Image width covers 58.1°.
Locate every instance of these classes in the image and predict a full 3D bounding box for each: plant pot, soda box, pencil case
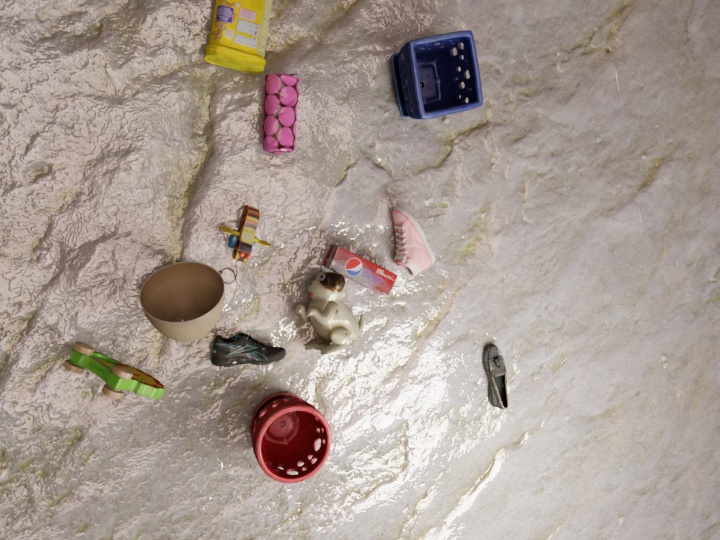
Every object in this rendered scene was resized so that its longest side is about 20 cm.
[{"bbox_3d":[0.193,-0.516,1.748,0.198,0.179,0.203,-15,102,-19],"label":"plant pot"},{"bbox_3d":[0.000,0.000,1.788,0.198,0.063,0.071,26,87,-23],"label":"soda box"},{"bbox_3d":[-0.201,-0.400,1.656,0.093,0.090,0.203,1,98,-35],"label":"pencil case"},{"bbox_3d":[-0.194,0.425,1.692,0.198,0.182,0.203,-3,97,-22],"label":"plant pot"},{"bbox_3d":[-0.424,0.095,1.581,0.198,0.201,0.136,-17,138,-19],"label":"plant pot"}]

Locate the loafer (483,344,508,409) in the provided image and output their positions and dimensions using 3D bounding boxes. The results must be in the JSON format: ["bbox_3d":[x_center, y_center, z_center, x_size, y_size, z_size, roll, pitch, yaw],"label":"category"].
[{"bbox_3d":[0.426,0.328,1.993,0.071,0.063,0.203,-13,100,-20],"label":"loafer"}]

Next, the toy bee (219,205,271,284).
[{"bbox_3d":[-0.289,-0.063,1.643,0.129,0.108,0.203,-5,97,-23],"label":"toy bee"}]

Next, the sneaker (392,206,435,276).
[{"bbox_3d":[0.127,-0.074,1.823,0.104,0.075,0.201,-39,112,-19],"label":"sneaker"}]

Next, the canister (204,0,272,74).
[{"bbox_3d":[-0.295,-0.605,1.595,0.147,0.086,0.203,9,91,-22],"label":"canister"}]

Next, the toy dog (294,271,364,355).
[{"bbox_3d":[-0.077,0.103,1.731,0.192,0.139,0.203,-15,99,-20],"label":"toy dog"}]

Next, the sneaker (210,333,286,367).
[{"bbox_3d":[-0.289,0.206,1.689,0.197,0.075,0.080,0,93,-22],"label":"sneaker"}]

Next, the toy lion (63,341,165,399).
[{"bbox_3d":[-0.570,0.247,1.543,0.198,0.192,0.069,26,85,19],"label":"toy lion"}]
